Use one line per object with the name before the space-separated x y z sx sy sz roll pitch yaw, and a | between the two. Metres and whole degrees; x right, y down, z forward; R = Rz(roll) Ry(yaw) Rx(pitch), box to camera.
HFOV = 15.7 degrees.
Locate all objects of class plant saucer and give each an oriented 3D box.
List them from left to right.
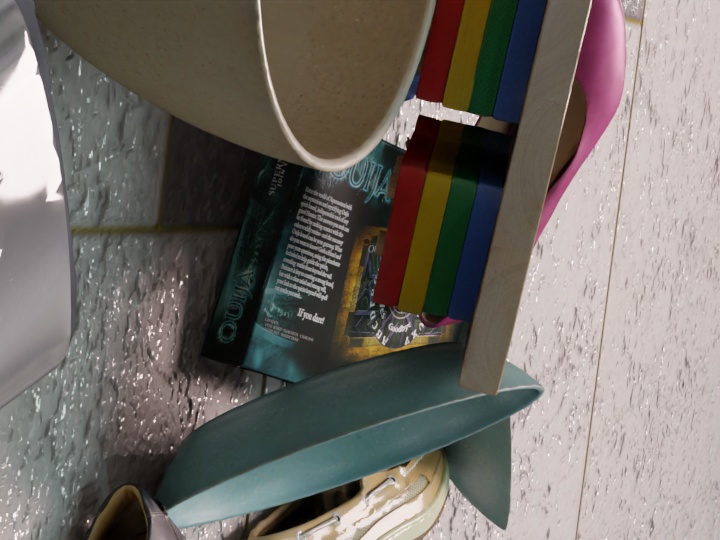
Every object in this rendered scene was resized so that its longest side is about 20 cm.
plant saucer | -0.011 0.075 1.250 0.200 0.199 0.036 9 60 -69
plant saucer | 0.059 0.053 1.532 0.201 0.039 0.202 175 -90 -88

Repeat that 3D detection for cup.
cup | -0.064 -0.148 1.048 0.200 0.143 0.201 9 90 -70

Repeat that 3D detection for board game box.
board game box | 0.000 0.000 1.362 0.200 0.028 0.136 22 84 -58

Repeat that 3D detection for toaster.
toaster | -0.171 -0.021 0.861 0.129 0.113 0.201 -49 144 -51

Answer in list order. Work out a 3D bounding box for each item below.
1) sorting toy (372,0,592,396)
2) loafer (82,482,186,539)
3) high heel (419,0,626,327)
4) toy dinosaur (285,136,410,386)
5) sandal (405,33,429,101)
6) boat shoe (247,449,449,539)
sorting toy | 0.056 -0.067 1.210 0.200 0.069 0.200 -70 173 -77
loafer | -0.124 0.179 1.136 0.200 0.072 0.072 -72 150 -49
high heel | 0.081 -0.060 1.336 0.096 0.067 0.201 -46 154 -51
toy dinosaur | 0.012 -0.020 1.440 0.200 0.047 0.088 -49 149 -50
sandal | 0.021 -0.136 1.344 0.200 0.087 0.080 61 30 -61
boat shoe | -0.006 0.121 1.419 0.200 0.071 0.076 -50 126 -60
